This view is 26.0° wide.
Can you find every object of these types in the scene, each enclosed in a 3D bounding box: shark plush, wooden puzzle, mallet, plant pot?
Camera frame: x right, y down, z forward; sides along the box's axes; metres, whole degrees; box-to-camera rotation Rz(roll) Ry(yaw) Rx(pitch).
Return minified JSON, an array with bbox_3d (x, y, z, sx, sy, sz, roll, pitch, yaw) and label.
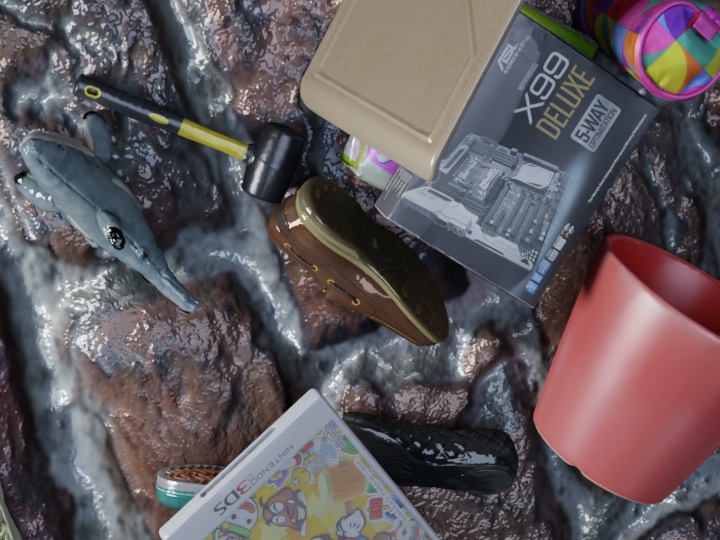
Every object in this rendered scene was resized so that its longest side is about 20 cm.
[{"bbox_3d":[-0.214,-0.034,1.288,0.090,0.083,0.201,-29,109,-4],"label":"shark plush"},{"bbox_3d":[0.048,-0.193,1.266,0.037,0.185,0.201,15,104,-44],"label":"wooden puzzle"},{"bbox_3d":[-0.140,-0.127,1.307,0.199,0.041,0.066,29,100,-15],"label":"mallet"},{"bbox_3d":[0.256,0.095,1.385,0.199,0.201,0.178,25,108,-18],"label":"plant pot"}]

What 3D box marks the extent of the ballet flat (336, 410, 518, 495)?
[{"bbox_3d":[0.049,0.162,1.429,0.198,0.057,0.067,13,129,-11],"label":"ballet flat"}]

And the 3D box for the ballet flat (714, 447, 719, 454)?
[{"bbox_3d":[0.409,0.117,1.485,0.199,0.064,0.076,-35,109,-3],"label":"ballet flat"}]

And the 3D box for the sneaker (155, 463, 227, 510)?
[{"bbox_3d":[-0.092,0.228,1.393,0.198,0.071,0.081,14,97,-18],"label":"sneaker"}]

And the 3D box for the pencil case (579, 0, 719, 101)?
[{"bbox_3d":[0.241,-0.203,1.295,0.087,0.200,0.089,-2,112,-6],"label":"pencil case"}]

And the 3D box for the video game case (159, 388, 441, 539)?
[{"bbox_3d":[-0.048,0.234,1.365,0.182,0.023,0.200,-42,116,-8],"label":"video game case"}]

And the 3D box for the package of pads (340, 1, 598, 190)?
[{"bbox_3d":[0.088,-0.145,1.338,0.154,0.068,0.201,26,97,-19],"label":"package of pads"}]

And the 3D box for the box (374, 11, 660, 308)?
[{"bbox_3d":[0.130,-0.095,1.300,0.157,0.050,0.201,31,96,-21],"label":"box"}]

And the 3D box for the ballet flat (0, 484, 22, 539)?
[{"bbox_3d":[-0.330,0.222,1.339,0.069,0.069,0.202,-15,108,-9],"label":"ballet flat"}]

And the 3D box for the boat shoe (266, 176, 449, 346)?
[{"bbox_3d":[0.000,0.000,1.363,0.067,0.072,0.200,-30,122,31],"label":"boat shoe"}]
